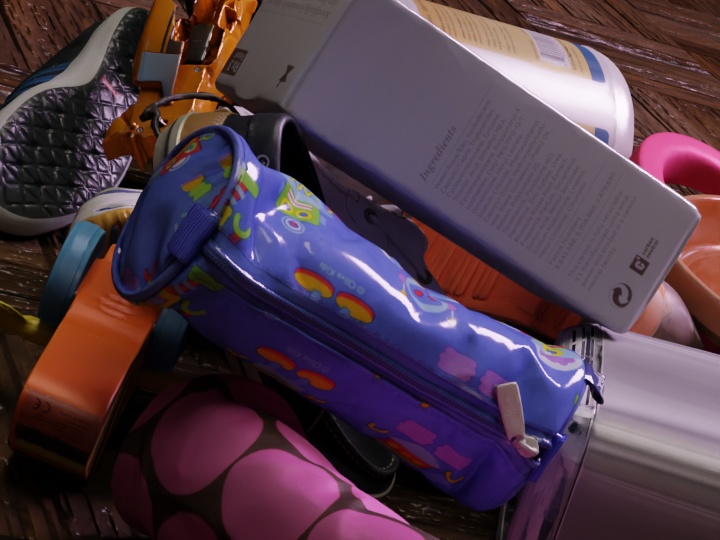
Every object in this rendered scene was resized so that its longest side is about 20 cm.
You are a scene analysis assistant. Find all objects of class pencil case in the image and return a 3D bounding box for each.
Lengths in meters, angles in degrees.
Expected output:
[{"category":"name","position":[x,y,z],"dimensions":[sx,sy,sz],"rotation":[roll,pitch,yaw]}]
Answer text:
[{"category":"pencil case","position":[0.000,0.023,0.951],"dimensions":[0.200,0.078,0.087],"rotation":[33,1,-21]},{"category":"pencil case","position":[-0.006,0.113,0.908],"dimensions":[0.094,0.091,0.200],"rotation":[-3,28,-41]}]

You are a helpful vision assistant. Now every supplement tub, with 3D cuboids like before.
[{"category":"supplement tub","position":[0.044,-0.083,1.415],"dimensions":[0.200,0.145,0.145],"rotation":[14,20,-23]}]

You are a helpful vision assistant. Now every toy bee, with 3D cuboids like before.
[{"category":"toy bee","position":[-0.100,0.030,1.050],"dimensions":[0.131,0.109,0.200],"rotation":[37,46,16]}]

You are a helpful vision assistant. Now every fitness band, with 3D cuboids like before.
[{"category":"fitness band","position":[0.212,-0.005,1.341],"dimensions":[0.143,0.037,0.200],"rotation":[18,33,-18]}]

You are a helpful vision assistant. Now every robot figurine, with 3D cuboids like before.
[{"category":"robot figurine","position":[-0.081,-0.113,1.291],"dimensions":[0.058,0.145,0.200],"rotation":[2,50,14]}]

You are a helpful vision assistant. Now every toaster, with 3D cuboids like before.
[{"category":"toaster","position":[0.133,0.101,1.058],"dimensions":[0.129,0.114,0.200],"rotation":[17,19,1]}]

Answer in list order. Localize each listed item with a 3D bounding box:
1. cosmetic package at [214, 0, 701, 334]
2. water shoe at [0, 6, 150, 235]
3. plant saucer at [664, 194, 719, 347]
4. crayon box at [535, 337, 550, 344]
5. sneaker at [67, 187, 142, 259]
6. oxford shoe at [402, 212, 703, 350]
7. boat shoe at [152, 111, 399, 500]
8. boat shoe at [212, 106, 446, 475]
[{"category":"cosmetic package","position":[0.043,-0.056,1.081],"dimensions":[0.200,0.074,0.102],"rotation":[34,-3,-24]},{"category":"water shoe","position":[-0.164,-0.070,1.293],"dimensions":[0.072,0.079,0.200],"rotation":[56,37,-13]},{"category":"plant saucer","position":[0.238,0.024,1.232],"dimensions":[0.200,0.032,0.200],"rotation":[19,24,-9]},{"category":"crayon box","position":[0.172,0.071,1.274],"dimensions":[0.126,0.052,0.200],"rotation":[29,21,22]},{"category":"sneaker","position":[-0.048,-0.002,1.203],"dimensions":[0.200,0.075,0.088],"rotation":[19,16,-13]},{"category":"oxford shoe","position":[0.092,0.007,1.218],"dimensions":[0.073,0.071,0.200],"rotation":[33,1,-41]},{"category":"boat shoe","position":[-0.022,0.017,1.027],"dimensions":[0.062,0.200,0.075],"rotation":[-14,27,21]},{"category":"boat shoe","position":[0.000,0.000,1.132],"dimensions":[0.069,0.071,0.200],"rotation":[-35,91,-32]}]
